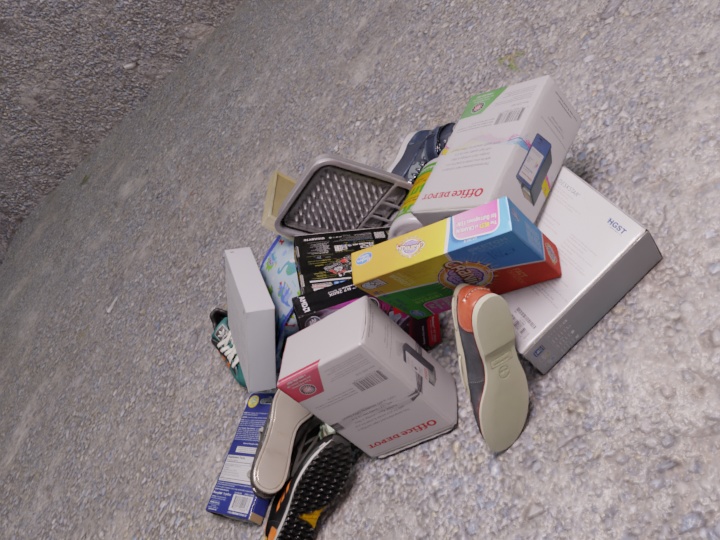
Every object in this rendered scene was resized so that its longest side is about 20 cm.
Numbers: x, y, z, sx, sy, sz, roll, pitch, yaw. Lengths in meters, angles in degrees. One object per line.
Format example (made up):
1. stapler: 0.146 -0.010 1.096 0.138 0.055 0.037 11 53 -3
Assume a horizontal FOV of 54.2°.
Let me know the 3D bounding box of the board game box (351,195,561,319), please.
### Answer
1. board game box: 0.111 -0.007 0.810 0.197 0.152 0.041 -20 61 30

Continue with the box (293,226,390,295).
1. box: 0.000 0.000 1.088 0.195 0.050 0.161 -6 40 -9

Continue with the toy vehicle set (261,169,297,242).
1. toy vehicle set: -0.073 -0.084 1.217 0.027 0.197 0.126 -48 26 37

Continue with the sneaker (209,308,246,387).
1. sneaker: -0.233 0.139 1.288 0.071 0.080 0.200 -46 35 1

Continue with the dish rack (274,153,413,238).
1. dish rack: -0.026 -0.110 1.117 0.172 0.197 0.044 -48 45 38

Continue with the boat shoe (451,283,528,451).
1. boat shoe: 0.145 0.112 0.812 0.070 0.204 0.062 -22 23 -23

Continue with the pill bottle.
1. pill bottle: 0.125 -0.099 1.062 0.110 0.112 0.202 -14 36 41

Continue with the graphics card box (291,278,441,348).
1. graphics card box: 0.012 0.069 0.970 0.196 0.127 0.051 -16 36 -9

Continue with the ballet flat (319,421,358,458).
1. ballet flat: -0.027 0.179 1.035 0.074 0.074 0.203 -29 41 28

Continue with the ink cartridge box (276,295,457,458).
1. ink cartridge box: 0.013 0.144 0.906 0.144 0.200 0.086 -28 34 28

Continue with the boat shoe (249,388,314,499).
1. boat shoe: -0.109 0.227 1.004 0.057 0.066 0.202 -56 10 54

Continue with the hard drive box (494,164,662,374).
1. hard drive box: 0.237 -0.004 0.867 0.200 0.077 0.156 -46 46 9

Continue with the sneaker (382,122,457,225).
1. sneaker: 0.113 -0.162 1.185 0.145 0.077 0.205 -2 59 48

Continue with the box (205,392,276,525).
1. box: -0.168 0.295 1.127 0.120 0.032 0.203 -9 53 45

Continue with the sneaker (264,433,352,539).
1. sneaker: -0.082 0.300 0.966 0.203 0.069 0.090 -65 29 7

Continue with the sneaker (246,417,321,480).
1. sneaker: -0.105 0.238 1.059 0.073 0.088 0.203 -6 53 48

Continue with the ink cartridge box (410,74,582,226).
1. ink cartridge box: 0.172 -0.133 0.900 0.144 0.087 0.202 1 56 55

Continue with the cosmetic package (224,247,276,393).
1. cosmetic package: -0.182 0.076 1.157 0.051 0.154 0.201 -9 32 -16

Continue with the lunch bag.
1. lunch bag: -0.120 0.051 1.227 0.201 0.126 0.171 -54 37 22
